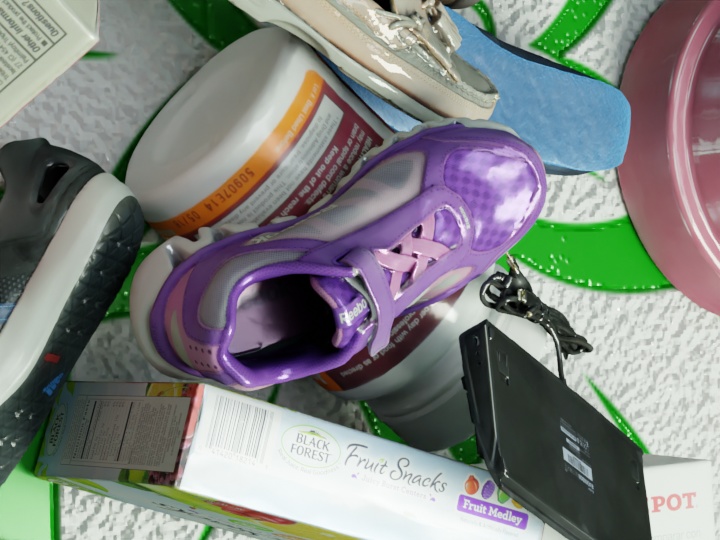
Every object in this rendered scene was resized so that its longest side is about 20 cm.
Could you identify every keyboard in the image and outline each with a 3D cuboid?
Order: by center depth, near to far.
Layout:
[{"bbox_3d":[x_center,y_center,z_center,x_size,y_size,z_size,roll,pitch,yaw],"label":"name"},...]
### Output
[{"bbox_3d":[0.092,0.069,1.186,0.200,0.020,0.128,40,41,-56],"label":"keyboard"}]

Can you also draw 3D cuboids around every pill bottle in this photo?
[{"bbox_3d":[-0.008,-0.011,1.216,0.200,0.114,0.115,44,66,-23],"label":"pill bottle"}]

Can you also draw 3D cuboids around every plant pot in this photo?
[{"bbox_3d":[0.266,-0.072,1.358,0.199,0.179,0.202,1,88,-32],"label":"plant pot"}]

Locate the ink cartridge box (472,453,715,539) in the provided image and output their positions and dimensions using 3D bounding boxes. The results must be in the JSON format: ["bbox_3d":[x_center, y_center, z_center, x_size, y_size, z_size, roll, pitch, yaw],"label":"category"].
[{"bbox_3d":[0.109,0.199,1.300,0.144,0.083,0.202,-3,89,-33],"label":"ink cartridge box"}]

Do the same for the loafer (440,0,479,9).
[{"bbox_3d":[0.021,-0.230,1.267,0.071,0.073,0.202,-12,95,-33],"label":"loafer"}]

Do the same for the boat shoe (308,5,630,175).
[{"bbox_3d":[0.045,-0.085,1.283,0.199,0.068,0.085,24,80,-31],"label":"boat shoe"}]

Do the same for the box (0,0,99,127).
[{"bbox_3d":[-0.219,-0.091,1.031,0.200,0.109,0.128,-39,111,10],"label":"box"}]

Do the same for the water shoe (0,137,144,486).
[{"bbox_3d":[-0.176,0.035,1.141,0.079,0.072,0.201,32,85,18],"label":"water shoe"}]

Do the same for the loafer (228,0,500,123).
[{"bbox_3d":[-0.004,-0.128,1.160,0.199,0.072,0.063,29,106,-31],"label":"loafer"}]

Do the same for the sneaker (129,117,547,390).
[{"bbox_3d":[0.000,0.000,1.112,0.199,0.088,0.081,-25,109,-12],"label":"sneaker"}]

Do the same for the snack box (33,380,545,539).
[{"bbox_3d":[-0.032,0.099,1.178,0.199,0.142,0.053,19,79,-31],"label":"snack box"}]
